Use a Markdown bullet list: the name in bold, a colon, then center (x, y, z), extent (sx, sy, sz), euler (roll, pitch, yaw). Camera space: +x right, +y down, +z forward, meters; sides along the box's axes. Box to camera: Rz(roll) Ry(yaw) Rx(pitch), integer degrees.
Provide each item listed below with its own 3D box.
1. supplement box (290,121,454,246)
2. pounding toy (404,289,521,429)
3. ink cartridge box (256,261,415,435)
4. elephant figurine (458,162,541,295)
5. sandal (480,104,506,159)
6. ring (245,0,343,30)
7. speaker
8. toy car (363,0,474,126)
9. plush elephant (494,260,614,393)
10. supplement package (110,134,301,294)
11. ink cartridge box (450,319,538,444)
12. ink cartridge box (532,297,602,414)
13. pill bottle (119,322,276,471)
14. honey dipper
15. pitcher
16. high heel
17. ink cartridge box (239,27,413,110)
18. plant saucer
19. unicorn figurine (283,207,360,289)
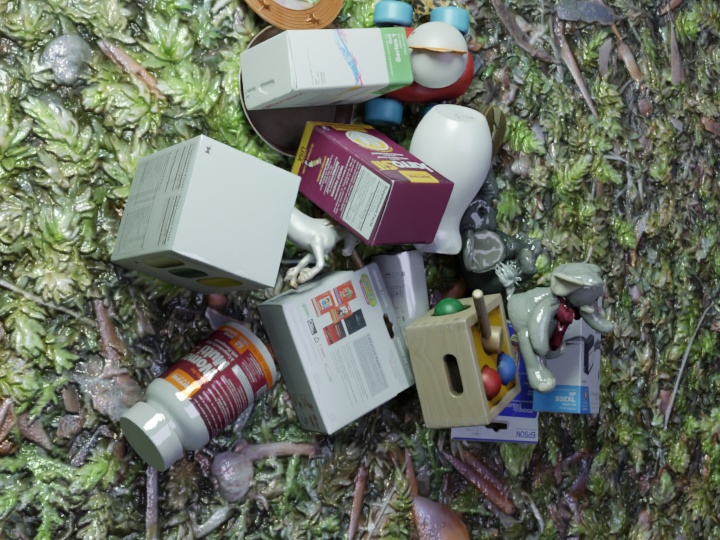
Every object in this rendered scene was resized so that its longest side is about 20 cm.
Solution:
- **supplement box**: center (0.012, -0.125, 1.547), extent (0.130, 0.200, 0.104), euler (-3, 122, -45)
- **pounding toy**: center (0.162, 0.113, 1.594), extent (0.184, 0.141, 0.202), euler (-27, 106, -61)
- **ink cartridge box**: center (-0.030, 0.109, 1.588), extent (0.175, 0.084, 0.202), euler (-25, 101, -30)
- **elephant figurine**: center (0.184, -0.057, 1.727), extent (0.200, 0.141, 0.156), euler (40, 51, -33)
- **sandal**: center (0.174, -0.181, 1.770), extent (0.080, 0.054, 0.201), euler (40, 70, -41)
- **ring**: center (-0.104, -0.446, 1.598), extent (0.199, 0.019, 0.202), euler (10, 70, -31)
- **speaker**: center (0.068, 0.071, 1.665), extent (0.081, 0.081, 0.202), euler (-9, 92, -35)
- **toy car**: center (0.089, -0.315, 1.608), extent (0.175, 0.200, 0.186), euler (6, 88, -2)
- **plush elephant**: center (0.311, 0.056, 1.649), extent (0.201, 0.154, 0.165), euler (67, 23, -5)
- **supplement package**: center (-0.203, -0.065, 1.412), extent (0.151, 0.199, 0.152), euler (21, 75, -31)
- **ink cartridge box**: center (0.214, 0.178, 1.782), extent (0.196, 0.047, 0.202), euler (10, 83, -36)
- **ink cartridge box**: center (0.348, 0.136, 1.818), extent (0.145, 0.083, 0.202), euler (14, 77, -63)
- **pill bottle**: center (-0.215, 0.167, 1.443), extent (0.200, 0.109, 0.110), euler (-40, 109, -30)
- **honey dipper**: center (0.000, 0.000, 1.623), extent (0.038, 0.038, 0.201), euler (-24, 88, -33)
- **pitcher**: center (0.120, -0.150, 1.634), extent (0.120, 0.172, 0.202), euler (3, 117, -17)
- **high heel**: center (0.113, -0.351, 1.730), extent (0.200, 0.071, 0.143), euler (51, 59, -28)
- **ink cartridge box**: center (-0.050, -0.283, 1.528), extent (0.199, 0.144, 0.085), euler (-10, 92, -34)
- **plant saucer**: center (-0.098, -0.263, 1.601), extent (0.199, 0.034, 0.202), euler (4, 84, -35)
- **unicorn figurine**: center (-0.079, -0.044, 1.543), extent (0.199, 0.074, 0.138), euler (35, 71, -11)
